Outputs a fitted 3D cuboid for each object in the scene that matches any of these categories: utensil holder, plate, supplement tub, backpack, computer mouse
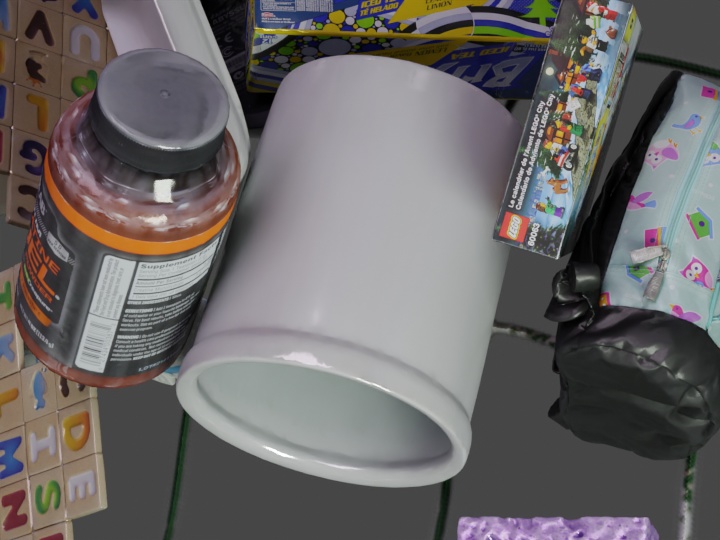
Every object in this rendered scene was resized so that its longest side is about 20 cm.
[{"bbox_3d":[0.000,0.000,1.221,0.170,0.170,0.200,4,64,23],"label":"utensil holder"},{"bbox_3d":[-0.111,-0.116,1.288,0.032,0.200,0.200,-19,77,-13],"label":"plate"},{"bbox_3d":[-0.127,-0.030,1.164,0.107,0.200,0.107,10,49,-12],"label":"supplement tub"},{"bbox_3d":[0.184,-0.006,1.174,0.126,0.167,0.200,21,69,9],"label":"backpack"},{"bbox_3d":[-0.058,-0.153,1.398,0.138,0.053,0.200,-22,45,11],"label":"computer mouse"}]

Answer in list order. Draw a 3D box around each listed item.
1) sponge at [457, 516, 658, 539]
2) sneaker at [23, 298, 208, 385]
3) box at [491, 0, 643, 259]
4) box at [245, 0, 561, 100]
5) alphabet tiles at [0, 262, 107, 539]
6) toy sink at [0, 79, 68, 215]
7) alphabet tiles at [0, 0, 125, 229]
[{"bbox_3d":[0.097,0.231,1.142,0.111,0.030,0.200,-1,63,21],"label":"sponge"},{"bbox_3d":[-0.182,0.023,1.328,0.200,0.087,0.075,-1,65,22],"label":"sneaker"},{"bbox_3d":[0.118,-0.079,1.175,0.038,0.200,0.137,17,94,8],"label":"box"},{"bbox_3d":[0.030,-0.151,1.303,0.200,0.070,0.064,2,61,-7],"label":"box"},{"bbox_3d":[-0.214,0.097,1.294,0.167,0.008,0.200,-21,68,41],"label":"alphabet tiles"},{"bbox_3d":[-0.306,-0.122,1.375,0.200,0.112,0.131,1,52,-28],"label":"toy sink"},{"bbox_3d":[-0.179,-0.105,1.361,0.006,0.166,0.200,-34,48,44],"label":"alphabet tiles"}]
